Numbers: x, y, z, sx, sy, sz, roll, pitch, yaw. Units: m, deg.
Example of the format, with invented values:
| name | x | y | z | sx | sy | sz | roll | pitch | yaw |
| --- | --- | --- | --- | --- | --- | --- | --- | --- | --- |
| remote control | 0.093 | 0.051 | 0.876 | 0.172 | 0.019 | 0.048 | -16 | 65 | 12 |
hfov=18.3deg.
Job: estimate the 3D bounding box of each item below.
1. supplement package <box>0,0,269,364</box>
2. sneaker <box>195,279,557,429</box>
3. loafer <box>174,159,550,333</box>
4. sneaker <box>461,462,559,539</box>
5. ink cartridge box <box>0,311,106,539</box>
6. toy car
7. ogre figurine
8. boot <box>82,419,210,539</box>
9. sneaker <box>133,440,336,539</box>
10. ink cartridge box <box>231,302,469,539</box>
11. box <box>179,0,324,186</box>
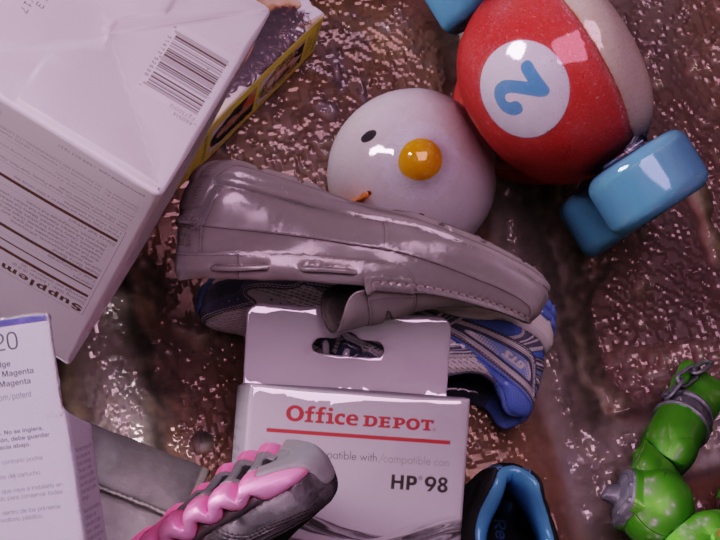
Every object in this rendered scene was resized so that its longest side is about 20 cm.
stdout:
| name | x | y | z | sx | sy | sz | roll | pitch | yaw |
| --- | --- | --- | --- | --- | --- | --- | --- | --- | --- |
| supplement package | -0.144 | -0.065 | 1.084 | 0.119 | 0.200 | 0.122 | 30 | 59 | -5 |
| sneaker | 0.008 | 0.041 | 1.199 | 0.198 | 0.077 | 0.086 | 8 | 70 | -6 |
| loafer | 0.000 | 0.000 | 1.142 | 0.198 | 0.070 | 0.070 | 16 | 86 | -11 |
| sneaker | 0.075 | 0.197 | 1.140 | 0.072 | 0.082 | 0.202 | -4 | 69 | -13 |
| ink cartridge box | -0.212 | 0.129 | 1.017 | 0.194 | 0.043 | 0.202 | -7 | 90 | 10 |
| toy car | 0.051 | -0.068 | 1.211 | 0.199 | 0.177 | 0.185 | -32 | 87 | -7 |
| ogre figurine | 0.211 | 0.148 | 1.181 | 0.119 | 0.098 | 0.201 | -29 | 89 | -38 |
| boot | -0.173 | 0.075 | 1.156 | 0.198 | 0.073 | 0.183 | 18 | 79 | 6 |
| sneaker | -0.074 | 0.160 | 1.060 | 0.096 | 0.200 | 0.079 | 51 | 24 | 1 |
| ink cartridge box | -0.009 | 0.120 | 1.131 | 0.115 | 0.067 | 0.202 | 4 | 88 | -7 |
| box | -0.112 | -0.093 | 1.248 | 0.075 | 0.050 | 0.200 | 39 | 67 | 7 |
